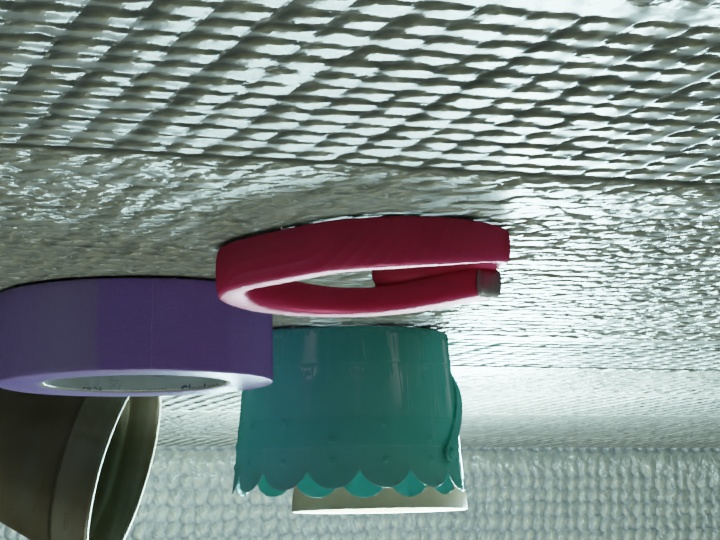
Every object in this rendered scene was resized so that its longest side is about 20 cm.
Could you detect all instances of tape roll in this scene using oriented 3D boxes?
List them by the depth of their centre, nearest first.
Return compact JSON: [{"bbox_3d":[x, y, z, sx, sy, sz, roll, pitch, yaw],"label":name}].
[{"bbox_3d":[-0.162,0.051,1.451,0.199,0.066,0.200,0,172,0],"label":"tape roll"}]

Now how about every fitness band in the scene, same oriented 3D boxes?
[{"bbox_3d":[0.000,0.000,1.225,0.143,0.038,0.199,6,168,-41],"label":"fitness band"}]

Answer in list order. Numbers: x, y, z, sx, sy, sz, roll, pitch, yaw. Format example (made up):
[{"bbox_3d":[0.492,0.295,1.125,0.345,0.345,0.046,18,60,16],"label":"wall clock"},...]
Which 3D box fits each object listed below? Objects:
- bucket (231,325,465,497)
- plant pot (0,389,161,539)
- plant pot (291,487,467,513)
[{"bbox_3d":[-0.010,0.123,1.716,0.206,0.136,0.207,0,172,0],"label":"bucket"},{"bbox_3d":[-0.300,0.169,1.892,0.173,0.201,0.200,13,173,8],"label":"plant pot"},{"bbox_3d":[0.021,0.207,2.289,0.199,0.135,0.200,0,172,0],"label":"plant pot"}]
